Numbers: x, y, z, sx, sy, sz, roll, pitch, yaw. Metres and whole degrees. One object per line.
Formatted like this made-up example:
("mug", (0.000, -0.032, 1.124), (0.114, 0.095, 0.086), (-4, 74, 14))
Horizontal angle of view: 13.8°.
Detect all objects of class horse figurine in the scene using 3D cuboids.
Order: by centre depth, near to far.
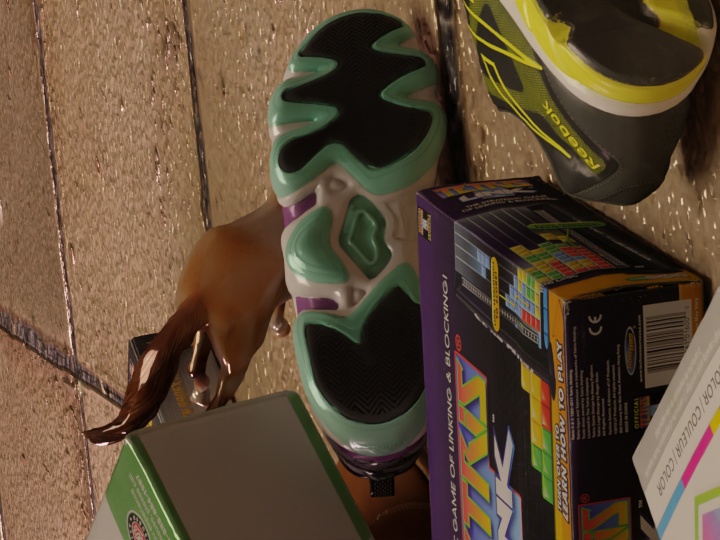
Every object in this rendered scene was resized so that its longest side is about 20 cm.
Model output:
("horse figurine", (-0.045, 0.005, 1.329), (0.050, 0.200, 0.133), (28, 140, 20))

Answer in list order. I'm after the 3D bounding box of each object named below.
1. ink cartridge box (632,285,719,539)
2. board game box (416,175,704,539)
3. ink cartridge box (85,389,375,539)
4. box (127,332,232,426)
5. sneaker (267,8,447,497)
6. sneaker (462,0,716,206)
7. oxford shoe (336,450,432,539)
("ink cartridge box", (0.143, 0.109, 0.839), (0.104, 0.059, 0.201), (107, 151, -57))
("board game box", (0.073, 0.081, 1.089), (0.165, 0.056, 0.201), (-143, 48, -67))
("ink cartridge box", (-0.056, 0.168, 1.251), (0.146, 0.087, 0.200), (60, 147, 25))
("box", (-0.100, 0.161, 1.769), (0.159, 0.048, 0.201), (-115, 22, -48))
("sneaker", (0.000, 0.000, 1.281), (0.140, 0.077, 0.201), (86, -175, -66))
("sneaker", (0.056, -0.100, 1.024), (0.200, 0.074, 0.085), (-114, 21, -45))
("oxford shoe", (0.012, 0.133, 1.309), (0.200, 0.071, 0.072), (-119, 22, -61))
